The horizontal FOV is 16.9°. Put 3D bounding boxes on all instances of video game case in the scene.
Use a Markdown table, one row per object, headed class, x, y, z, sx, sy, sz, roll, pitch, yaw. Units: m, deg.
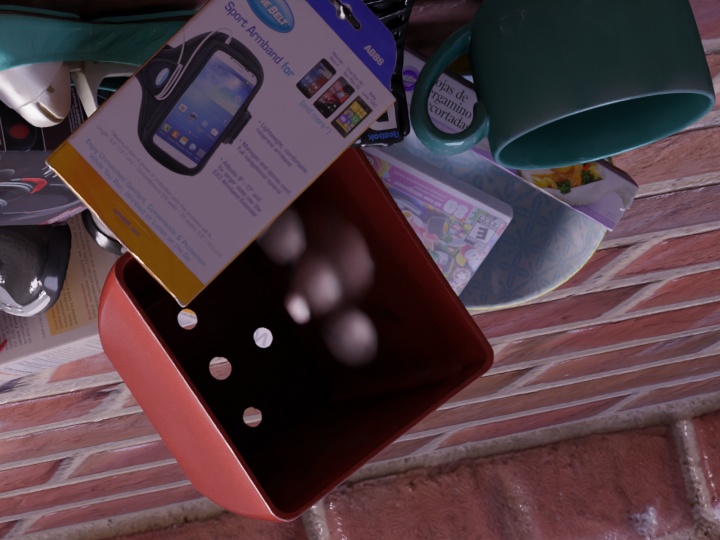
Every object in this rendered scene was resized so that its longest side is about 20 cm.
| class | x | y | z | sx | sy | sz | roll | pitch | yaw |
| --- | --- | --- | --- | --- | --- | --- | --- | --- | --- |
| video game case | 0.000 | 0.000 | 1.759 | 0.142 | 0.018 | 0.201 | 26 | 121 | -14 |

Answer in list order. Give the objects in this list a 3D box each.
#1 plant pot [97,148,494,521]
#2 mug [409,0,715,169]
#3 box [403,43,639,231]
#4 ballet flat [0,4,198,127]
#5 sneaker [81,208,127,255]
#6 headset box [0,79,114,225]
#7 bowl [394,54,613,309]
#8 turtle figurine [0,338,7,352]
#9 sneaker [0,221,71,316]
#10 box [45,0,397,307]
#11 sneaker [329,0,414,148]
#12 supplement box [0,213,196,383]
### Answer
| class | x | y | z | sx | sy | sz | roll | pitch | yaw |
| --- | --- | --- | --- | --- | --- | --- | --- | --- | --- |
| plant pot | -0.067 | 0.048 | 1.647 | 0.199 | 0.201 | 0.176 | -35 | -177 | -28 |
| mug | 0.135 | -0.144 | 1.588 | 0.184 | 0.115 | 0.152 | -4 | 165 | -37 |
| box | 0.100 | -0.093 | 1.676 | 0.199 | 0.039 | 0.041 | 29 | -170 | -14 |
| ballet flat | -0.169 | -0.120 | 1.442 | 0.199 | 0.071 | 0.067 | -4 | 170 | -39 |
| sneaker | -0.098 | -0.090 | 1.639 | 0.200 | 0.076 | 0.115 | -32 | 167 | -30 |
| headset box | -0.218 | -0.084 | 1.539 | 0.199 | 0.076 | 0.148 | -3 | 164 | -45 |
| bowl | 0.085 | -0.083 | 1.775 | 0.199 | 0.201 | 0.108 | -17 | -149 | 13 |
| turtle figurine | -0.338 | 0.046 | 1.737 | 0.200 | 0.101 | 0.149 | 41 | 163 | -28 |
| sneaker | -0.286 | -0.017 | 1.683 | 0.115 | 0.076 | 0.199 | 12 | 178 | -31 |
| box | -0.074 | -0.091 | 1.424 | 0.200 | 0.119 | 0.041 | -44 | -172 | -4 |
| sneaker | 0.012 | -0.137 | 1.477 | 0.072 | 0.113 | 0.200 | -13 | 169 | -18 |
| supplement box | -0.217 | -0.001 | 1.808 | 0.198 | 0.127 | 0.073 | -16 | 170 | 14 |
